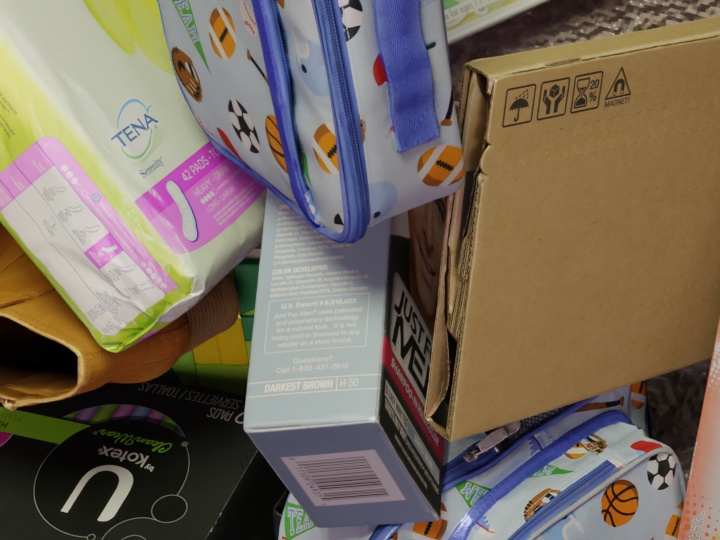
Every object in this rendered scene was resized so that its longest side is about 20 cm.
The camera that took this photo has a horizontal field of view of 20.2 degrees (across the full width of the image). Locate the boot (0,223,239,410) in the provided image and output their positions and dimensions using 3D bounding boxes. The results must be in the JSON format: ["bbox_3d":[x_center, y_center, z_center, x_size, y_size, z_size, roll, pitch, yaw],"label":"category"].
[{"bbox_3d":[-0.171,0.018,0.957,0.200,0.144,0.071,6,103,31],"label":"boot"}]

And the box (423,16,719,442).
[{"bbox_3d":[0.116,-0.023,0.866,0.021,0.199,0.164,31,125,44],"label":"box"}]

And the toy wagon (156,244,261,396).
[{"bbox_3d":[-0.060,0.041,1.027,0.199,0.040,0.156,0,119,14],"label":"toy wagon"}]

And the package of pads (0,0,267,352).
[{"bbox_3d":[-0.119,-0.077,0.889,0.068,0.155,0.200,-35,96,31],"label":"package of pads"}]

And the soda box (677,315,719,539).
[{"bbox_3d":[0.195,0.066,0.897,0.068,0.063,0.201,18,105,39],"label":"soda box"}]

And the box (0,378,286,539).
[{"bbox_3d":[-0.145,0.139,1.008,0.199,0.149,0.125,10,135,22],"label":"box"}]

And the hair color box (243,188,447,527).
[{"bbox_3d":[0.000,0.000,0.883,0.060,0.201,0.099,-6,148,15],"label":"hair color box"}]

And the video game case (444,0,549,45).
[{"bbox_3d":[0.011,-0.184,0.892,0.199,0.023,0.182,-21,112,24],"label":"video game case"}]

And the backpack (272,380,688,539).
[{"bbox_3d":[0.060,0.136,0.951,0.190,0.154,0.201,-25,119,-16],"label":"backpack"}]

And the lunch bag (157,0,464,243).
[{"bbox_3d":[-0.026,-0.118,0.770,0.075,0.160,0.201,-24,126,-19],"label":"lunch bag"}]
